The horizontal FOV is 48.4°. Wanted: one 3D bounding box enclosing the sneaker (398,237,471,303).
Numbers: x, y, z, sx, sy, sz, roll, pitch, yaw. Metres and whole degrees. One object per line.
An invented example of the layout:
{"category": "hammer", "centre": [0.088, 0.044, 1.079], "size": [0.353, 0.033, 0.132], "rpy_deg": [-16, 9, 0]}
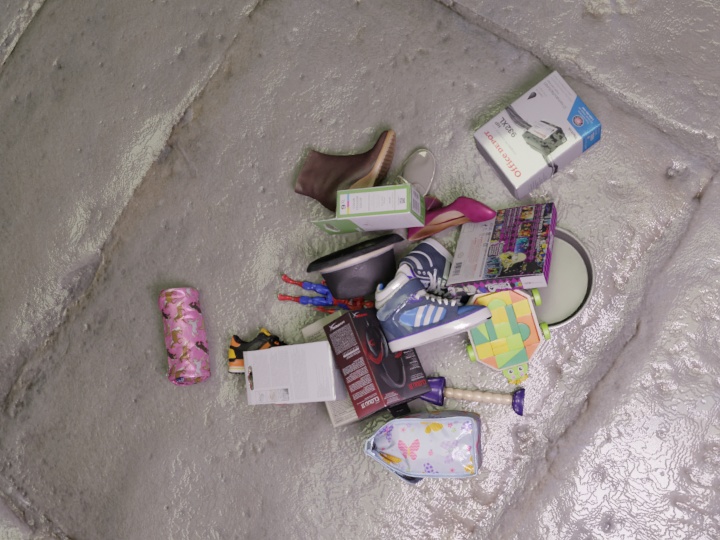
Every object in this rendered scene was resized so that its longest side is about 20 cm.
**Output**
{"category": "sneaker", "centre": [0.159, 0.028, 1.512], "size": [0.108, 0.071, 0.200], "rpy_deg": [-30, 60, -35]}

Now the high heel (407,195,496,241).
{"category": "high heel", "centre": [0.172, -0.088, 1.526], "size": [0.199, 0.067, 0.097], "rpy_deg": [9, 71, 55]}

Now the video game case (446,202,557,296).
{"category": "video game case", "centre": [0.261, -0.040, 1.465], "size": [0.179, 0.036, 0.201], "rpy_deg": [-8, 39, 26]}

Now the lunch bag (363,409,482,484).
{"category": "lunch bag", "centre": [0.117, 0.317, 1.442], "size": [0.197, 0.170, 0.129], "rpy_deg": [-1, 82, 11]}

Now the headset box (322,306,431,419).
{"category": "headset box", "centre": [0.036, 0.171, 1.460], "size": [0.075, 0.148, 0.202], "rpy_deg": [-32, 74, 37]}

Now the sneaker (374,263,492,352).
{"category": "sneaker", "centre": [0.119, 0.050, 1.418], "size": [0.198, 0.080, 0.148], "rpy_deg": [-20, 79, 17]}

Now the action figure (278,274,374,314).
{"category": "action figure", "centre": [-0.067, 0.053, 1.605], "size": [0.198, 0.052, 0.066], "rpy_deg": [10, 79, 14]}

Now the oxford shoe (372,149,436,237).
{"category": "oxford shoe", "centre": [0.085, -0.156, 1.599], "size": [0.075, 0.058, 0.201], "rpy_deg": [34, 88, 20]}

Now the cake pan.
{"category": "cake pan", "centre": [0.341, 0.015, 1.509], "size": [0.198, 0.037, 0.203], "rpy_deg": [-3, 79, 14]}

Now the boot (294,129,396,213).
{"category": "boot", "centre": [-0.031, -0.218, 1.632], "size": [0.165, 0.072, 0.202], "rpy_deg": [25, 90, 16]}

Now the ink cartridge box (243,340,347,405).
{"category": "ink cartridge box", "centre": [-0.125, 0.195, 1.512], "size": [0.198, 0.050, 0.110], "rpy_deg": [-9, 83, 28]}

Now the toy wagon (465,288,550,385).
{"category": "toy wagon", "centre": [0.267, 0.122, 1.459], "size": [0.153, 0.040, 0.202], "rpy_deg": [-17, 104, 8]}

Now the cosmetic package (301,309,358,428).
{"category": "cosmetic package", "centre": [-0.025, 0.187, 1.536], "size": [0.103, 0.087, 0.202], "rpy_deg": [-26, 74, 26]}

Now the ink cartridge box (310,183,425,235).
{"category": "ink cartridge box", "centre": [0.015, -0.116, 1.528], "size": [0.198, 0.104, 0.060], "rpy_deg": [-5, 78, 19]}

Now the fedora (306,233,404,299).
{"category": "fedora", "centre": [0.000, 0.000, 1.540], "size": [0.198, 0.201, 0.093], "rpy_deg": [-18, 96, 11]}

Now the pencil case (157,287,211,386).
{"category": "pencil case", "centre": [-0.364, 0.134, 1.649], "size": [0.082, 0.086, 0.202], "rpy_deg": [-23, 72, 42]}

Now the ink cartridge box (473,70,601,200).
{"category": "ink cartridge box", "centre": [0.338, -0.258, 1.537], "size": [0.199, 0.084, 0.146], "rpy_deg": [-37, 73, 5]}

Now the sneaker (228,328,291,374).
{"category": "sneaker", "centre": [-0.174, 0.159, 1.598], "size": [0.198, 0.070, 0.091], "rpy_deg": [-6, 81, 15]}

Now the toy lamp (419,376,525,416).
{"category": "toy lamp", "centre": [0.206, 0.233, 1.495], "size": [0.198, 0.058, 0.059], "rpy_deg": [7, 81, 13]}
